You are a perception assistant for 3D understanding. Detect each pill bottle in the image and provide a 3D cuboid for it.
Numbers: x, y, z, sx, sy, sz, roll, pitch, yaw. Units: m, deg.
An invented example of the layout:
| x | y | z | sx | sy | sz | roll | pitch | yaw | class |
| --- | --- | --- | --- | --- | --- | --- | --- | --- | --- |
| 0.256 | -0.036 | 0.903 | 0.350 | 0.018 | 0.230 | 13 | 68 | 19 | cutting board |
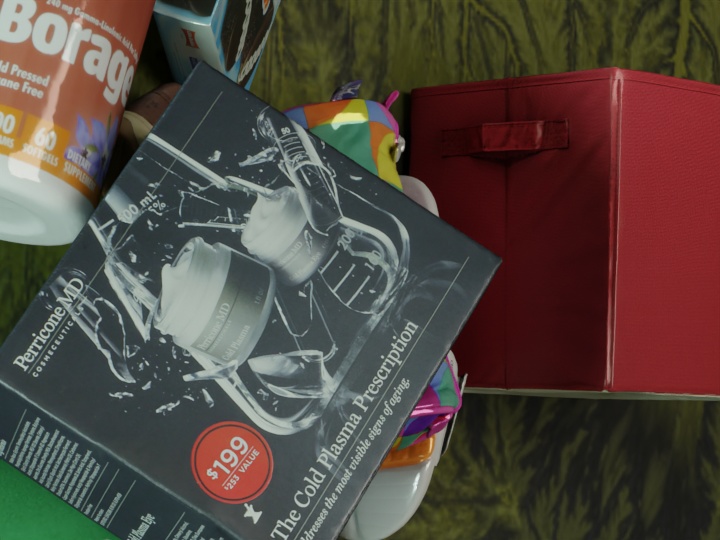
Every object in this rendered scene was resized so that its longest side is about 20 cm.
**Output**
| x | y | z | sx | sy | sz | roll | pitch | yaw | class |
| --- | --- | --- | --- | --- | --- | --- | --- | --- | --- |
| -0.163 | -0.123 | 1.328 | 0.112 | 0.112 | 0.201 | 27 | 70 | -38 | pill bottle |

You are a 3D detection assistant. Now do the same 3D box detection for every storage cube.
| x | y | z | sx | sy | sz | roll | pitch | yaw | class |
| --- | --- | --- | --- | --- | --- | --- | --- | --- | --- |
| 0.141 | -0.016 | 1.566 | 0.199 | 0.170 | 0.181 | 4 | 86 | -43 | storage cube |

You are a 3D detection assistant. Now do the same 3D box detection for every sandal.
| x | y | z | sx | sy | sz | roll | pitch | yaw | class |
| --- | --- | --- | --- | --- | --- | --- | --- | --- | --- |
| 0.027 | 0.052 | 1.515 | 0.059 | 0.079 | 0.208 | 15 | 81 | -56 | sandal |

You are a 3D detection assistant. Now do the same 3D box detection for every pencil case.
| x | y | z | sx | sy | sz | roll | pitch | yaw | class |
| --- | --- | --- | --- | --- | --- | --- | --- | --- | --- |
| 0.000 | 0.000 | 1.456 | 0.088 | 0.088 | 0.201 | 3 | 69 | -43 | pencil case |

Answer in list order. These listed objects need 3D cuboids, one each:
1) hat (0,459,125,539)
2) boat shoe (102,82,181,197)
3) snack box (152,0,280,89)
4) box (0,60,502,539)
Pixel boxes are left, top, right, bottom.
| x | y | z | sx | sy | sz | roll | pitch | yaw | class |
| --- | --- | --- | --- | --- | --- | --- | --- | --- | --- |
| -0.117 | 0.140 | 1.309 | 0.199 | 0.175 | 0.167 | -6 | 92 | -43 | hat |
| -0.073 | -0.008 | 1.436 | 0.072 | 0.072 | 0.201 | -39 | 107 | -36 | boat shoe |
| -0.057 | -0.196 | 1.439 | 0.116 | 0.037 | 0.201 | 78 | 28 | -68 | snack box |
| -0.063 | 0.038 | 1.297 | 0.181 | 0.104 | 0.201 | 32 | 64 | -1 | box |
